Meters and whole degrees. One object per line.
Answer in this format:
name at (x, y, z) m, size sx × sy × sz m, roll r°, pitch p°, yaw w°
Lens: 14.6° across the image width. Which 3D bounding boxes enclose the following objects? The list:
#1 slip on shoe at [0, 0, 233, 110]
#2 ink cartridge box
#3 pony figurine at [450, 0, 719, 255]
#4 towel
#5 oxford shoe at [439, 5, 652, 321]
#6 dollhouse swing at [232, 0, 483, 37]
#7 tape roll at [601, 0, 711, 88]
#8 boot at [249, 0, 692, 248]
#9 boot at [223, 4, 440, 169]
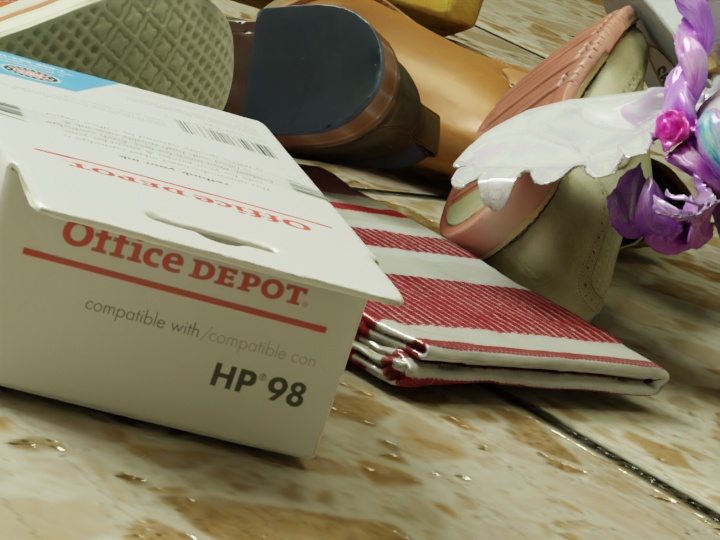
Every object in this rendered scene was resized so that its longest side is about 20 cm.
slip on shoe at (-0.126, -0.067, 0.989) m, size 0.200 × 0.074 × 0.061 m, roll -14°, pitch 26°, yaw -40°
ink cartridge box at (-0.069, -0.004, 0.855) m, size 0.115 × 0.067 × 0.200 m, roll 15°, pitch 13°, yaw -18°
pony figurine at (0.144, -0.054, 1.081) m, size 0.166 × 0.200 × 0.193 m, roll -22°, pitch 14°, yaw 26°
towel at (0.000, 0.000, 1.040) m, size 0.144 × 0.023 × 0.200 m, roll 6°, pitch 19°, yaw -46°
oxford shoe at (0.091, -0.044, 1.181) m, size 0.074 × 0.071 × 0.200 m, roll 46°, pitch 37°, yaw -11°
dollhouse swing at (-0.029, -0.224, 1.355) m, size 0.199 × 0.176 × 0.182 m, roll 15°, pitch -4°, yaw -14°
tape roll at (0.185, -0.077, 1.273) m, size 0.201 × 0.066 × 0.200 m, roll 57°, pitch 1°, yaw -1°
boot at (0.047, -0.060, 1.271) m, size 0.155 × 0.077 × 0.200 m, roll 35°, pitch 13°, yaw 39°
boot at (-0.063, -0.072, 1.161) m, size 0.199 × 0.075 × 0.097 m, roll 10°, pitch -10°, yaw 27°
